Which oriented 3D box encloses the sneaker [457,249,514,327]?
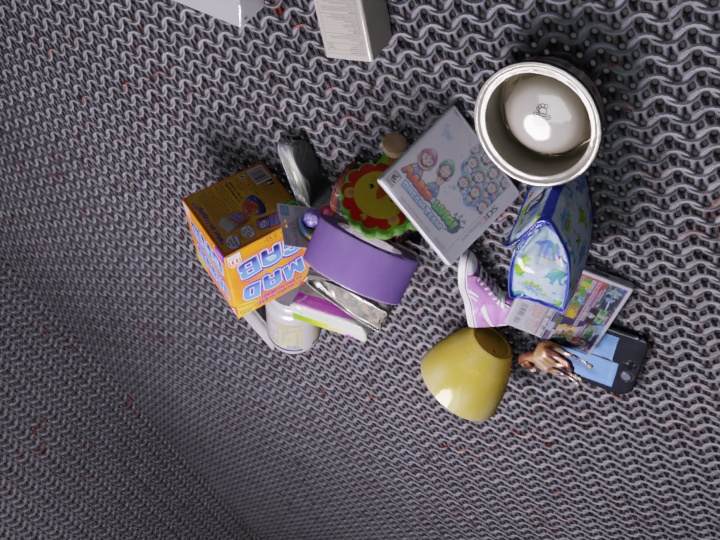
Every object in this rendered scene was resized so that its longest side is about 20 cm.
[{"bbox_3d":[0.261,0.036,1.442,0.112,0.073,0.202,1,138,24],"label":"sneaker"}]

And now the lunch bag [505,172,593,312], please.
[{"bbox_3d":[0.315,-0.065,1.176,0.125,0.171,0.202,16,142,19],"label":"lunch bag"}]

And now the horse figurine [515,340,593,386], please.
[{"bbox_3d":[0.388,0.183,1.436,0.131,0.050,0.200,29,169,13],"label":"horse figurine"}]

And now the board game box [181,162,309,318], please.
[{"bbox_3d":[-0.239,-0.067,1.554,0.200,0.198,0.202,48,155,32],"label":"board game box"}]

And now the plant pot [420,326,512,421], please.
[{"bbox_3d":[0.250,0.201,1.558,0.198,0.200,0.143,33,121,1],"label":"plant pot"}]

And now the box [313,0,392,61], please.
[{"bbox_3d":[-0.019,-0.433,1.102,0.094,0.078,0.202,15,141,26],"label":"box"}]

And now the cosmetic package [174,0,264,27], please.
[{"bbox_3d":[-0.266,-0.510,1.220,0.197,0.082,0.114,25,145,12],"label":"cosmetic package"}]

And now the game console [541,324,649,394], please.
[{"bbox_3d":[0.464,0.163,1.444,0.197,0.031,0.179,19,143,21],"label":"game console"}]

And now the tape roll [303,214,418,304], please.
[{"bbox_3d":[0.001,-0.021,1.301,0.197,0.086,0.200,24,-171,-4],"label":"tape roll"}]

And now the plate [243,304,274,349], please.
[{"bbox_3d":[-0.292,0.096,1.924,0.201,0.032,0.200,54,-179,-25],"label":"plate"}]

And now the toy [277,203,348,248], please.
[{"bbox_3d":[-0.061,-0.095,1.435,0.197,0.116,0.048,7,135,-25],"label":"toy"}]

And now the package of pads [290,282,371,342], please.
[{"bbox_3d":[-0.043,0.061,1.643,0.197,0.156,0.069,16,145,24],"label":"package of pads"}]

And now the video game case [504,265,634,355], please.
[{"bbox_3d":[0.388,0.063,1.355,0.179,0.023,0.202,21,135,6],"label":"video game case"}]

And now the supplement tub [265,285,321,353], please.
[{"bbox_3d":[-0.167,0.099,1.800,0.143,0.146,0.202,25,144,14],"label":"supplement tub"}]

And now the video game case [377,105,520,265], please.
[{"bbox_3d":[0.154,-0.143,1.224,0.200,0.182,0.024,47,175,-18],"label":"video game case"}]

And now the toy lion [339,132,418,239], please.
[{"bbox_3d":[0.069,-0.133,1.276,0.198,0.193,0.069,27,159,10],"label":"toy lion"}]

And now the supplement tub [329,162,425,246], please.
[{"bbox_3d":[0.046,-0.123,1.390,0.198,0.108,0.108,27,145,11],"label":"supplement tub"}]

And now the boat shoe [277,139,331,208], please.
[{"bbox_3d":[-0.115,-0.180,1.494,0.064,0.075,0.204,14,139,40],"label":"boat shoe"}]

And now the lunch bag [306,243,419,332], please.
[{"bbox_3d":[0.000,0.000,1.524,0.198,0.165,0.118,29,151,7],"label":"lunch bag"}]

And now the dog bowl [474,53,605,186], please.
[{"bbox_3d":[0.275,-0.232,1.080,0.198,0.074,0.202,23,137,23],"label":"dog bowl"}]
